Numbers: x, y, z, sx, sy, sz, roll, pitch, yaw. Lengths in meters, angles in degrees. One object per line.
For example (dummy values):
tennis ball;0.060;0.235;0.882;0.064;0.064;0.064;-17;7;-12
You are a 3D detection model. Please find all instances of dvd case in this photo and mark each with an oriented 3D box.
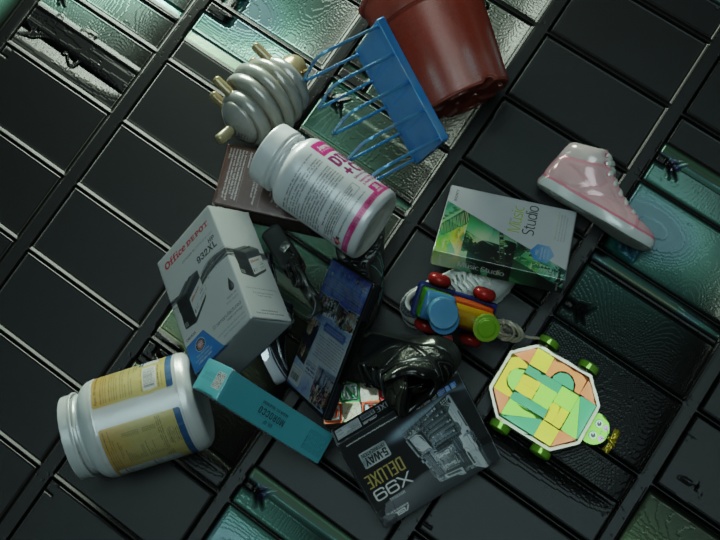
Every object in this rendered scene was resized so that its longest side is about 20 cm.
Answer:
dvd case;-0.040;0.095;1.666;0.017;0.142;0.203;18;97;-30

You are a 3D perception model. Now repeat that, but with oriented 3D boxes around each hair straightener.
hair straightener;-0.104;-0.003;1.718;0.041;0.077;0.201;-30;44;3

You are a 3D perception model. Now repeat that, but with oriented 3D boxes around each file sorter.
file sorter;0.017;-0.241;1.746;0.122;0.139;0.202;-29;89;-16

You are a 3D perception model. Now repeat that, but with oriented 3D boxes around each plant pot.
plant pot;0.122;-0.344;1.778;0.198;0.201;0.198;-22;84;-1

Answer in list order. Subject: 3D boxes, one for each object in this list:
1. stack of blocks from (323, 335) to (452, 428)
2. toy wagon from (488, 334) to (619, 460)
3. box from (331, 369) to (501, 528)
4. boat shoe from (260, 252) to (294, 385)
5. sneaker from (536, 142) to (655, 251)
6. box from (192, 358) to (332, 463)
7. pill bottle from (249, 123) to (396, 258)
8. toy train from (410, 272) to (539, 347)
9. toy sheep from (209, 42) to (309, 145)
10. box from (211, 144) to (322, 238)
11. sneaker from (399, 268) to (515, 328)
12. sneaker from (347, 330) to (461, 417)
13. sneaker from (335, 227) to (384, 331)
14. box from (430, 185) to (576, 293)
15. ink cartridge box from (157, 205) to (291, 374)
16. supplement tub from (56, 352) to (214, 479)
stack of blocks;0.042;0.164;1.719;0.196;0.059;0.117;-5;76;4
toy wagon;0.287;0.195;1.700;0.198;0.040;0.156;31;81;11
box;0.079;0.247;1.660;0.198;0.050;0.159;-29;112;-3
boat shoe;-0.131;0.068;1.755;0.067;0.072;0.203;-18;68;2
sneaker;0.371;-0.119;1.750;0.199;0.075;0.105;35;87;16
box;-0.137;0.199;1.657;0.199;0.082;0.050;37;78;-31
pill bottle;-0.056;-0.118;1.695;0.199;0.113;0.114;35;81;11
toy train;0.174;0.073;1.643;0.197;0.116;0.086;17;96;-7
toy sheep;-0.155;-0.262;1.802;0.138;0.138;0.200;40;70;13
box;-0.117;-0.119;1.796;0.197;0.075;0.102;13;77;10
sneaker;0.151;0.026;1.733;0.198;0.081;0.077;-27;74;-4
sneaker;0.031;0.142;1.613;0.197;0.077;0.114;1;31;30
sneaker;0.000;0.000;1.756;0.074;0.079;0.203;3;71;12
box;0.214;-0.049;1.736;0.197;0.037;0.146;12;48;8
ink cartridge box;-0.202;0.031;1.706;0.145;0.083;0.202;-43;56;31
supplement tub;-0.322;0.213;1.693;0.197;0.145;0.147;-17;75;1
